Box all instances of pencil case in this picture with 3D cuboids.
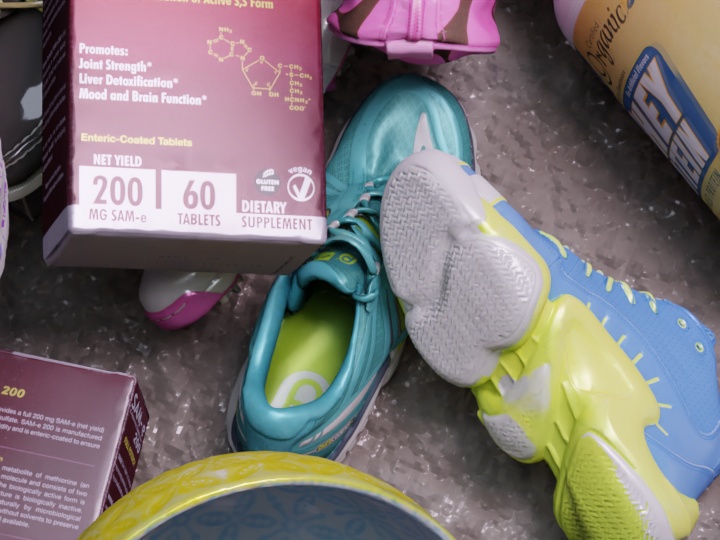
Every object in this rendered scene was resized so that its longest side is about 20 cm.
[{"bbox_3d":[0.040,-0.185,1.134,0.090,0.094,0.201,8,105,-12],"label":"pencil case"}]

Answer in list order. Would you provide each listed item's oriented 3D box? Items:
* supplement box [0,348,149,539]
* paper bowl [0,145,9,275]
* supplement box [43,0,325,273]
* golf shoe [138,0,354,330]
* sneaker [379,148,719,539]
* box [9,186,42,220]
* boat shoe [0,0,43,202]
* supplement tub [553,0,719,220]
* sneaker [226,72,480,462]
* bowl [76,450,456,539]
[{"bbox_3d":[-0.166,0.135,1.130,0.108,0.061,0.201,12,71,6],"label":"supplement box"},{"bbox_3d":[-0.244,-0.025,1.092,0.199,0.104,0.202,1,67,-2],"label":"paper bowl"},{"bbox_3d":[-0.074,-0.104,1.106,0.108,0.061,0.201,2,76,-17],"label":"supplement box"},{"bbox_3d":[-0.067,-0.071,1.184,0.091,0.075,0.201,34,63,-27],"label":"golf shoe"},{"bbox_3d":[0.089,0.027,1.145,0.105,0.076,0.201,-31,92,-44],"label":"sneaker"},{"bbox_3d":[-0.157,-0.148,1.242,0.157,0.050,0.200,32,74,12],"label":"box"},{"bbox_3d":[-0.137,-0.129,1.176,0.071,0.061,0.202,17,72,6],"label":"boat shoe"},{"bbox_3d":[0.176,-0.111,1.168,0.144,0.145,0.200,-35,72,-11],"label":"supplement tub"},{"bbox_3d":[0.000,0.000,1.166,0.077,0.080,0.201,19,70,9],"label":"sneaker"},{"bbox_3d":[-0.053,0.151,1.082,0.199,0.201,0.108,-27,29,-8],"label":"bowl"}]
